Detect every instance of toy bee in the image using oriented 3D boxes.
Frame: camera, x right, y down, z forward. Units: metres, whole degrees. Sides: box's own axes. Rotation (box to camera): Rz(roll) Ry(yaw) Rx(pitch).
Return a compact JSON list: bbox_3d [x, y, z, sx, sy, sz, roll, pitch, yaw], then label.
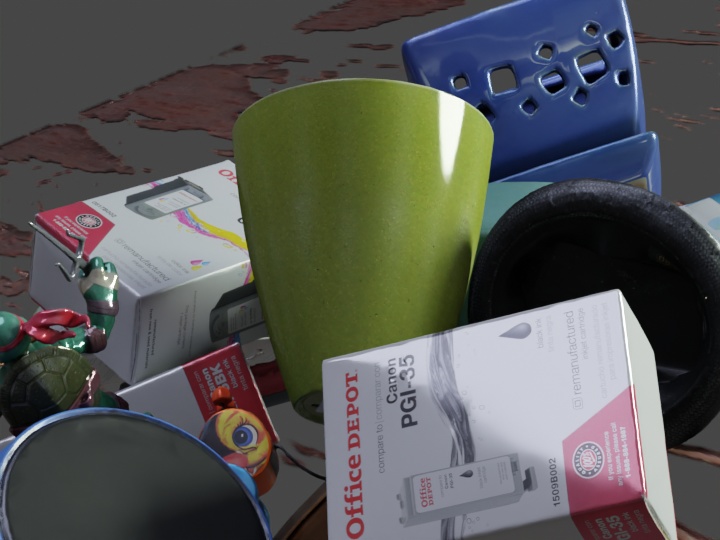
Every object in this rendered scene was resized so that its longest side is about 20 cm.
[{"bbox_3d":[-0.096,0.144,1.465,0.198,0.109,0.131,-16,-32,-25],"label":"toy bee"}]

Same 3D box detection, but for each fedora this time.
[{"bbox_3d":[0.175,0.030,1.429,0.199,0.203,0.091,-11,-3,29],"label":"fedora"}]

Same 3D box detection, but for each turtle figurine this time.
[{"bbox_3d":[-0.211,0.072,1.393,0.149,0.201,0.101,-24,40,3],"label":"turtle figurine"}]

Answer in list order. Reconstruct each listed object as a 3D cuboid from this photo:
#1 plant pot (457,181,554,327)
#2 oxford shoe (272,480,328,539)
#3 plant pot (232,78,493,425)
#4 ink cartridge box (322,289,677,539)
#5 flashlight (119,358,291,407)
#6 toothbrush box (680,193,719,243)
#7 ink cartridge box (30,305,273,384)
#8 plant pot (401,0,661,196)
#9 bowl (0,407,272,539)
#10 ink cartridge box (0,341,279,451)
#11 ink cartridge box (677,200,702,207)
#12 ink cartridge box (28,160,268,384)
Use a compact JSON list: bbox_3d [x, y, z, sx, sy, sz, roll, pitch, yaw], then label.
[{"bbox_3d":[0.108,0.010,1.622,0.198,0.143,0.141,-12,17,15],"label":"plant pot"},{"bbox_3d":[0.019,0.151,1.388,0.199,0.071,0.071,-36,-10,-3],"label":"oxford shoe"},{"bbox_3d":[0.000,0.000,1.459,0.185,0.202,0.187,1,-21,0],"label":"plant pot"},{"bbox_3d":[0.081,0.112,1.276,0.198,0.083,0.148,-14,56,17],"label":"ink cartridge box"},{"bbox_3d":[-0.097,0.087,1.726,0.198,0.069,0.068,-18,-8,21],"label":"flashlight"},{"bbox_3d":[0.310,-0.003,1.512,0.145,0.086,0.200,-20,17,-1],"label":"toothbrush box"},{"bbox_3d":[-0.169,0.048,1.793,0.198,0.068,0.117,-4,-15,-22],"label":"ink cartridge box"},{"bbox_3d":[0.160,-0.116,1.828,0.198,0.181,0.200,-18,-20,3],"label":"plant pot"},{"bbox_3d":[-0.143,0.168,1.300,0.200,0.200,0.039,-38,-15,-50],"label":"bowl"},{"bbox_3d":[-0.172,0.132,1.574,0.199,0.084,0.147,-22,-3,-11],"label":"ink cartridge box"},{"bbox_3d":[0.264,-0.020,1.716,0.198,0.042,0.119,-11,18,22],"label":"ink cartridge box"},{"bbox_3d":[-0.142,-0.003,1.678,0.199,0.086,0.147,-21,41,-38],"label":"ink cartridge box"}]
